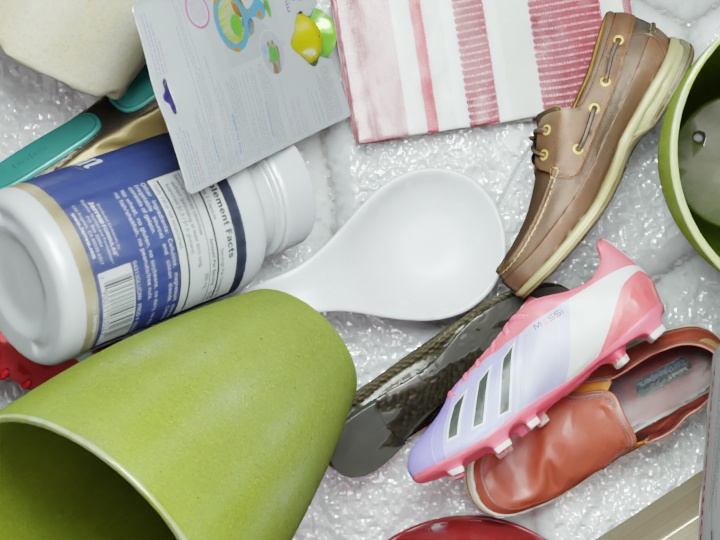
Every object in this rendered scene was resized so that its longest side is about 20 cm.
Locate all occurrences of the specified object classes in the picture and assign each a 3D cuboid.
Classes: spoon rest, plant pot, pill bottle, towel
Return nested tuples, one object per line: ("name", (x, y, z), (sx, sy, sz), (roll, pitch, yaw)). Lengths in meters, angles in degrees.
("spoon rest", (0.000, 0.000, 1.474), (0.200, 0.061, 0.100), (-21, 93, -5))
("plant pot", (0.262, -0.070, 1.431), (0.187, 0.200, 0.188), (0, 90, -7))
("pill bottle", (-0.129, -0.024, 1.400), (0.200, 0.111, 0.111), (-22, 93, -34))
("towel", (0.082, -0.167, 1.501), (0.200, 0.023, 0.144), (-8, 90, -8))
("plant pot", (-0.164, -0.215, 1.402), (0.200, 0.200, 0.184), (29, 99, -6))
("plant pot", (-0.097, 0.105, 1.331), (0.187, 0.187, 0.200), (50, 52, -5))

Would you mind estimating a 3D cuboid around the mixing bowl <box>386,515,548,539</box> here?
("mixing bowl", (0.076, 0.265, 1.462), (0.200, 0.108, 0.201), (0, 91, -7))

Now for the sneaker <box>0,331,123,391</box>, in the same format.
("sneaker", (-0.229, 0.058, 1.453), (0.200, 0.078, 0.116), (43, 95, 7))

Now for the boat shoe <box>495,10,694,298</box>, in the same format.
("boat shoe", (0.139, -0.077, 1.467), (0.067, 0.072, 0.200), (32, 84, -4))

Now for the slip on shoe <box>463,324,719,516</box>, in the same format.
("slip on shoe", (0.157, 0.098, 1.492), (0.200, 0.061, 0.074), (-28, 95, -4))

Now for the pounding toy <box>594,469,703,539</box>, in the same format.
("pounding toy", (0.289, 0.221, 1.467), (0.184, 0.142, 0.200), (-32, 94, -4))

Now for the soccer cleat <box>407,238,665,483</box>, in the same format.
("soccer cleat", (0.105, 0.062, 1.456), (0.200, 0.067, 0.077), (-35, 81, -2))

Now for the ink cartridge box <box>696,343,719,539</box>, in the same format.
("ink cartridge box", (0.255, 0.099, 1.338), (0.084, 0.200, 0.145), (6, 77, 2))

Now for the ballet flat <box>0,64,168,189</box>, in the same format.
("ballet flat", (-0.152, -0.087, 1.464), (0.200, 0.069, 0.063), (-34, 122, -3))

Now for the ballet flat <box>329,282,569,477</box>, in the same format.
("ballet flat", (0.056, 0.068, 1.491), (0.200, 0.046, 0.067), (-34, 114, -8))

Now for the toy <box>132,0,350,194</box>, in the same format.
("toy", (-0.082, -0.124, 1.397), (0.047, 0.200, 0.115), (-11, 101, 34))
